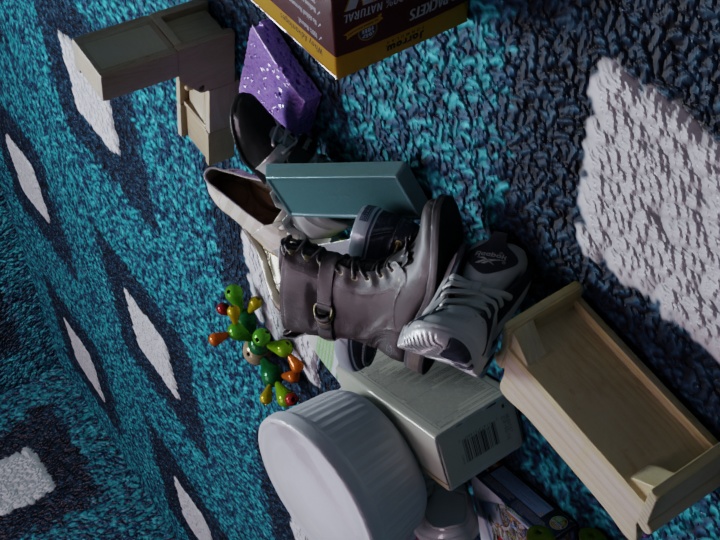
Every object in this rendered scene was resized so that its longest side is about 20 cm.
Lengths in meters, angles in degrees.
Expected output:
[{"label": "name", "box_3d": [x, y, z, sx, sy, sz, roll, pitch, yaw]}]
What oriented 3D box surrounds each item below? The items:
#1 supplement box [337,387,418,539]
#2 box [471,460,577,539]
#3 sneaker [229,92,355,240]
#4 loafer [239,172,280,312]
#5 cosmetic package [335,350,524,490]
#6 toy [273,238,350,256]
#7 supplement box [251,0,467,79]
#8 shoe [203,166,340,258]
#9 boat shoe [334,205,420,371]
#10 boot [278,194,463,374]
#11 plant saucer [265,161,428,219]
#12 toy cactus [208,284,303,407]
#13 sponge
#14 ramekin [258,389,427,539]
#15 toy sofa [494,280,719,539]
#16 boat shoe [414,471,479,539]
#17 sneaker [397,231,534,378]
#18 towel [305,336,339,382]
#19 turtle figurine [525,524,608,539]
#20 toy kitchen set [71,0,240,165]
[{"label": "supplement box", "box_3d": [0.022, 0.240, 1.508, 0.103, 0.101, 0.201, 20, 138, 48]}, {"label": "box", "box_3d": [0.185, 0.318, 1.349, 0.137, 0.038, 0.201, 37, 146, 48]}, {"label": "sneaker", "box_3d": [-0.067, -0.119, 1.358, 0.088, 0.074, 0.200, -10, 130, 31]}, {"label": "loafer", "box_3d": [-0.094, -0.040, 1.533, 0.067, 0.076, 0.201, -32, 71, 27]}, {"label": "cosmetic package", "box_3d": [0.071, 0.142, 1.320, 0.200, 0.103, 0.073, 30, 142, 56]}, {"label": "toy", "box_3d": [0.000, 0.000, 1.375, 0.115, 0.047, 0.200, 50, 154, -21]}, {"label": "supplement box", "box_3d": [-0.022, -0.301, 0.977, 0.197, 0.133, 0.200, 47, 153, 35]}, {"label": "shoe", "box_3d": [-0.109, -0.066, 1.473, 0.200, 0.070, 0.053, 31, 166, 23]}, {"label": "boat shoe", "box_3d": [0.030, 0.033, 1.257, 0.091, 0.071, 0.201, 18, 128, 15]}, {"label": "boot", "box_3d": [-0.001, 0.001, 1.178, 0.174, 0.069, 0.201, 19, 118, 18]}, {"label": "plant saucer", "box_3d": [-0.017, -0.079, 1.269, 0.200, 0.019, 0.070, 3, 137, 42]}, {"label": "toy cactus", "box_3d": [-0.157, 0.122, 1.846, 0.200, 0.102, 0.165, 52, 167, 5]}, {"label": "sponge", "box_3d": [-0.098, -0.186, 1.423, 0.112, 0.030, 0.200, 55, 156, 16]}, {"label": "ramekin", "box_3d": [-0.014, 0.219, 1.320, 0.202, 0.094, 0.203, 42, 150, 31]}, {"label": "toy sofa", "box_3d": [0.203, 0.116, 1.018, 0.200, 0.083, 0.098, 50, 159, 30]}, {"label": "boat shoe", "box_3d": [0.086, 0.244, 1.387, 0.200, 0.071, 0.070, -112, 13, -75]}, {"label": "sneaker", "box_3d": [0.096, 0.022, 1.077, 0.079, 0.130, 0.199, 19, 177, 19]}, {"label": "towel", "box_3d": [-0.018, 0.099, 1.581, 0.200, 0.031, 0.149, 51, 158, 21]}, {"label": "turtle figurine", "box_3d": [0.211, 0.333, 1.237, 0.199, 0.064, 0.162, 9, 117, 15]}, {"label": "toy kitchen set", "box_3d": [-0.268, -0.237, 1.541, 0.163, 0.180, 0.200, 50, 151, 32]}]
